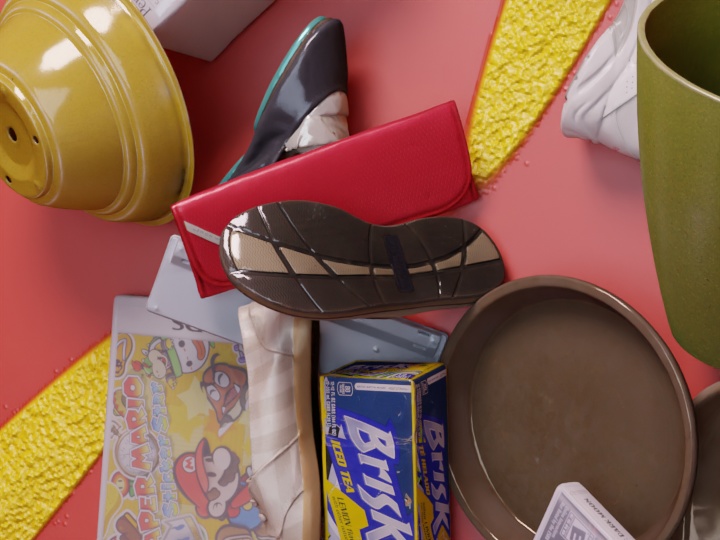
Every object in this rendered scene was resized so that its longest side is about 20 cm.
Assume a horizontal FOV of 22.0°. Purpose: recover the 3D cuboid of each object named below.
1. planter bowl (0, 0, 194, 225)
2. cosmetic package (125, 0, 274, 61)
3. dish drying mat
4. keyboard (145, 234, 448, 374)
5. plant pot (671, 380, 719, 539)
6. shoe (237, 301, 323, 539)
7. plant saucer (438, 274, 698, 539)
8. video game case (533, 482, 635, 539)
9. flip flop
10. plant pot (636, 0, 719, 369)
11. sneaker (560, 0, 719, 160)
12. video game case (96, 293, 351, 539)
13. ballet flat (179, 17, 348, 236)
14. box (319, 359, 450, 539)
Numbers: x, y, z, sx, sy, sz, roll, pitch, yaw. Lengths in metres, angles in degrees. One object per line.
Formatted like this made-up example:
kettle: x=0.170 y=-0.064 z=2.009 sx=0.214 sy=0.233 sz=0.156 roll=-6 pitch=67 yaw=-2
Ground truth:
planter bowl: x=-0.207 y=-0.106 z=1.255 sx=0.200 sy=0.083 sz=0.201 roll=33 pitch=139 yaw=35
cosmetic package: x=-0.113 y=-0.286 z=1.262 sx=0.200 sy=0.123 sz=0.199 roll=-42 pitch=77 yaw=16
dish drying mat: x=-0.021 y=-0.045 z=1.222 sx=0.200 sy=0.018 sz=0.077 roll=-20 pitch=117 yaw=-7
keyboard: x=-0.043 y=0.035 z=1.253 sx=0.200 sy=0.011 sz=0.056 roll=20 pitch=107 yaw=-4
plant pot: x=0.264 y=0.166 z=1.118 sx=0.093 sy=0.201 sz=0.201 roll=4 pitch=91 yaw=-21
shoe: x=-0.053 y=0.116 z=1.232 sx=0.053 sy=0.070 sz=0.200 roll=-1 pitch=92 yaw=1
plant saucer: x=0.133 y=0.101 z=1.190 sx=0.200 sy=0.029 sz=0.200 roll=7 pitch=102 yaw=38
video game case: x=0.146 y=0.264 z=1.146 sx=0.182 sy=0.023 sz=0.200 roll=46 pitch=125 yaw=42
flip flop: x=0.000 y=0.000 z=1.207 sx=0.058 sy=0.200 sz=0.081 roll=-42 pitch=56 yaw=53
plant pot: x=0.244 y=-0.045 z=1.105 sx=0.187 sy=0.187 sz=0.200 roll=17 pitch=125 yaw=19
sneaker: x=0.211 y=-0.158 z=1.181 sx=0.099 sy=0.078 sz=0.200 roll=28 pitch=105 yaw=8
video game case: x=-0.096 y=0.123 z=1.303 sx=0.182 sy=0.023 sz=0.200 roll=4 pitch=91 yaw=19
ballet flat: x=-0.049 y=-0.073 z=1.259 sx=0.073 sy=0.073 sz=0.200 roll=38 pitch=106 yaw=16
box: x=0.018 y=0.162 z=1.226 sx=0.070 sy=0.064 sz=0.200 roll=1 pitch=99 yaw=23
